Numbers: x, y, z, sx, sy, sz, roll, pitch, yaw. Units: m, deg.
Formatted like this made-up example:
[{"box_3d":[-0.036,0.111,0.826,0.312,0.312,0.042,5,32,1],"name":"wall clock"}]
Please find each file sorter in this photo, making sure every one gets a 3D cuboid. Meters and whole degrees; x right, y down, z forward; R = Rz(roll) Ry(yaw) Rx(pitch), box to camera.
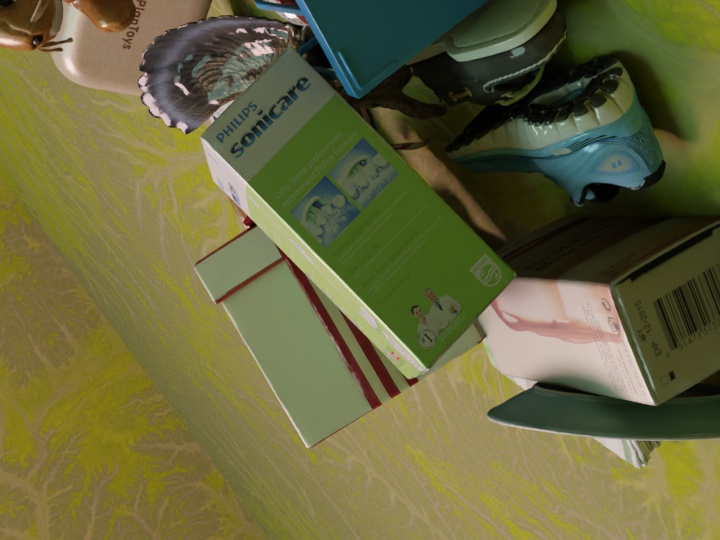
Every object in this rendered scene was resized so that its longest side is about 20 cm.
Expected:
[{"box_3d":[-0.022,-0.234,0.916,0.201,0.138,0.122,59,164,-25],"name":"file sorter"}]

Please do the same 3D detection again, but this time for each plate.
[{"box_3d":[0.185,0.092,1.030,0.200,0.198,0.026,-177,88,-67],"name":"plate"}]

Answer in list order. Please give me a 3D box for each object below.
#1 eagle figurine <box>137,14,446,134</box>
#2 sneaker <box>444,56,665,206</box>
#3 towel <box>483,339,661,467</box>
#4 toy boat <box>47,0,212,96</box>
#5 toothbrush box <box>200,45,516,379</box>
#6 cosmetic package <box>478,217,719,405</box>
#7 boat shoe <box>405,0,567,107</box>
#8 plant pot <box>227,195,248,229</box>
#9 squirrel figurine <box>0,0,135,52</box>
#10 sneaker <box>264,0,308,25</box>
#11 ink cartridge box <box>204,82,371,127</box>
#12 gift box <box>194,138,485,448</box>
[{"box_3d":[-0.059,-0.152,1.150,0.199,0.152,0.152,23,160,43],"name":"eagle figurine"},{"box_3d":[0.125,-0.074,0.972,0.090,0.078,0.200,50,166,-16],"name":"sneaker"},{"box_3d":[0.159,0.063,1.231,0.200,0.031,0.150,36,155,47],"name":"towel"},{"box_3d":[-0.196,-0.259,1.299,0.132,0.129,0.201,-104,30,-44],"name":"toy boat"},{"box_3d":[-0.004,-0.031,0.973,0.200,0.086,0.146,44,174,4],"name":"toothbrush box"},{"box_3d":[0.164,0.021,1.005,0.200,0.103,0.088,2,118,66],"name":"cosmetic package"},{"box_3d":[0.086,-0.139,0.955,0.061,0.072,0.201,51,171,-16],"name":"boat shoe"},{"box_3d":[-0.065,-0.037,1.362,0.200,0.027,0.201,44,161,19],"name":"plant pot"},{"box_3d":[-0.243,-0.256,1.116,0.200,0.186,0.142,47,160,7],"name":"squirrel figurine"},{"box_3d":[-0.061,-0.236,1.070,0.083,0.077,0.201,80,168,-48],"name":"sneaker"},{"box_3d":[-0.065,-0.121,1.360,0.199,0.075,0.166,33,154,43],"name":"ink cartridge box"},{"box_3d":[0.000,0.000,1.169,0.188,0.199,0.185,57,-177,1],"name":"gift box"}]
